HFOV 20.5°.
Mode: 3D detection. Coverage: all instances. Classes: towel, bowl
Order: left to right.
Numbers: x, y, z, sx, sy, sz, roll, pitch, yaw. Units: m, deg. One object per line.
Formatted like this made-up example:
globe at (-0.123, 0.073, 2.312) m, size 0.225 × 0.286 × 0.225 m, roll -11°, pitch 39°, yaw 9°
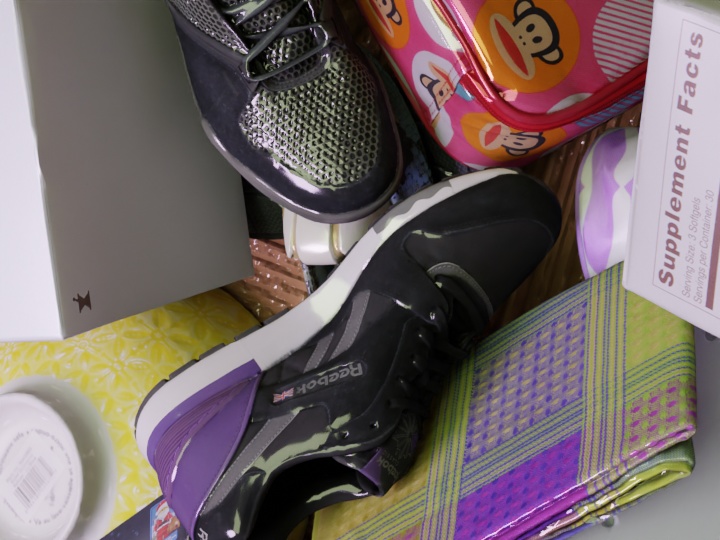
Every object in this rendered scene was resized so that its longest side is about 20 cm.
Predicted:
bowl at (-0.135, 0.096, 0.962) m, size 0.199 × 0.108 × 0.201 m, roll 0°, pitch 89°, yaw 30°
towel at (0.052, 0.071, 0.774) m, size 0.200 × 0.144 × 0.023 m, roll -34°, pitch 113°, yaw 27°

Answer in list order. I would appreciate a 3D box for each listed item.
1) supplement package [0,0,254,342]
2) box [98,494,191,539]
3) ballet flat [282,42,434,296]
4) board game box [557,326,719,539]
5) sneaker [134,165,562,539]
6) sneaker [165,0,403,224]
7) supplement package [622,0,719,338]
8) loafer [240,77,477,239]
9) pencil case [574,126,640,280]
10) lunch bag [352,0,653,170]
supplement package at (-0.177, -0.052, 0.897) m, size 0.199 × 0.151 × 0.152 m, roll -3°, pitch 98°, yaw 30°
box at (-0.102, 0.191, 0.929) m, size 0.200 × 0.136 × 0.038 m, roll -37°, pitch 36°, yaw 24°
ballet flat at (0.000, 0.000, 0.869) m, size 0.074 × 0.074 × 0.201 m, roll -5°, pitch 112°, yaw 29°
board game box at (0.172, 0.127, 0.740) m, size 0.200 × 0.026 × 0.200 m, roll 32°, pitch 65°, yaw 3°
sneaker at (0.011, 0.046, 0.800) m, size 0.200 × 0.076 × 0.088 m, roll -38°, pitch 49°, yaw 3°
sneaker at (-0.046, -0.114, 0.797) m, size 0.076 × 0.114 × 0.200 m, roll -24°, pitch 80°, yaw -4°
supplement package at (0.200, -0.022, 0.642) m, size 0.200 × 0.117 × 0.118 m, roll 31°, pitch 132°, yaw 39°
loafer at (-0.017, -0.058, 0.936) m, size 0.199 × 0.063 × 0.072 m, roll 1°, pitch 120°, yaw 33°
pencil case at (0.185, -0.017, 0.805) m, size 0.199 × 0.084 × 0.086 m, roll 3°, pitch 112°, yaw 30°
lunch bag at (0.073, -0.158, 0.833) m, size 0.176 × 0.082 × 0.200 m, roll -30°, pitch 83°, yaw -19°
